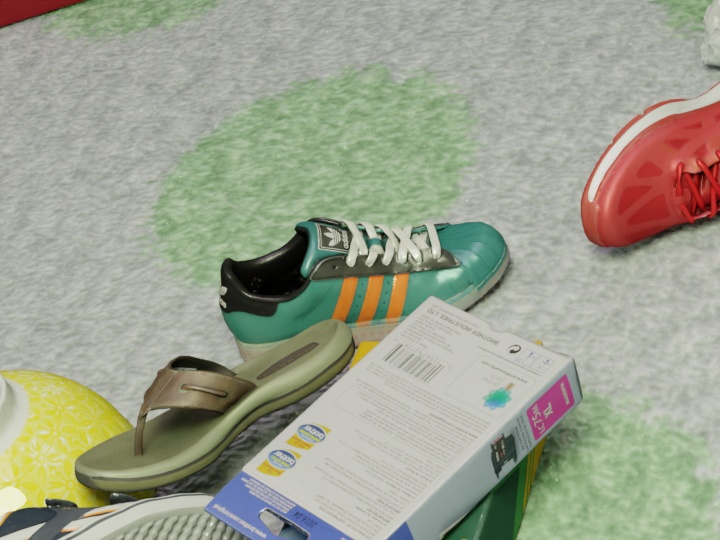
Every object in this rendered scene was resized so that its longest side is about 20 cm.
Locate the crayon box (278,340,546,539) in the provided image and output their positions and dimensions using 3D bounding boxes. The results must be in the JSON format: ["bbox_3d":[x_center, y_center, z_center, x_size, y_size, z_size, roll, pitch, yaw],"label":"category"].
[{"bbox_3d":[0.042,0.106,1.143,0.125,0.052,0.201,-2,41,25],"label":"crayon box"}]

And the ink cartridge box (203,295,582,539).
[{"bbox_3d":[0.019,0.104,1.082,0.200,0.042,0.119,-39,41,-26],"label":"ink cartridge box"}]

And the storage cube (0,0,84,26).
[{"bbox_3d":[-0.306,-0.365,1.792,0.198,0.181,0.172,-16,37,8],"label":"storage cube"}]

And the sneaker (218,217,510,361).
[{"bbox_3d":[0.000,0.000,1.269,0.198,0.080,0.072,-19,37,4],"label":"sneaker"}]

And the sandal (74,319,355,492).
[{"bbox_3d":[-0.095,0.074,1.179,0.200,0.058,0.080,-32,23,-23],"label":"sandal"}]

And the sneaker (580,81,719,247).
[{"bbox_3d":[0.246,-0.068,1.236,0.199,0.079,0.115,-37,38,-17],"label":"sneaker"}]

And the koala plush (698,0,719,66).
[{"bbox_3d":[0.317,-0.246,1.358,0.176,0.183,0.202,-6,80,24],"label":"koala plush"}]

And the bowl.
[{"bbox_3d":[-0.242,0.126,1.214,0.198,0.108,0.201,-13,37,10],"label":"bowl"}]

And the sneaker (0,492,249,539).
[{"bbox_3d":[-0.160,0.170,1.114,0.198,0.079,0.079,-12,21,-28],"label":"sneaker"}]
